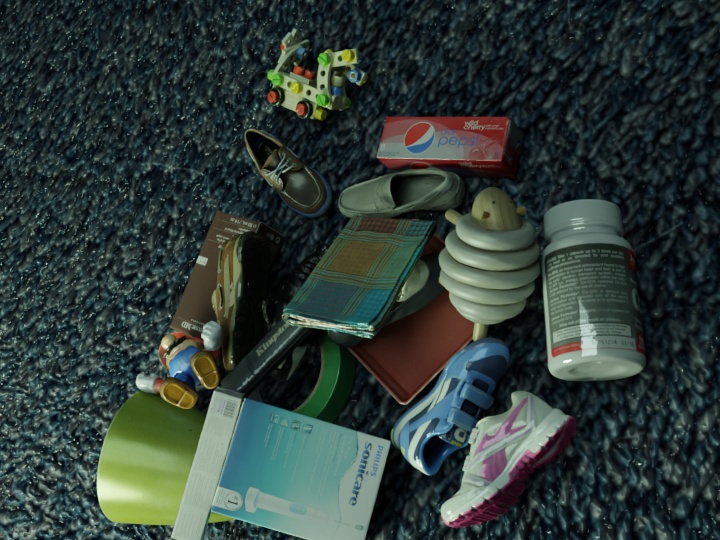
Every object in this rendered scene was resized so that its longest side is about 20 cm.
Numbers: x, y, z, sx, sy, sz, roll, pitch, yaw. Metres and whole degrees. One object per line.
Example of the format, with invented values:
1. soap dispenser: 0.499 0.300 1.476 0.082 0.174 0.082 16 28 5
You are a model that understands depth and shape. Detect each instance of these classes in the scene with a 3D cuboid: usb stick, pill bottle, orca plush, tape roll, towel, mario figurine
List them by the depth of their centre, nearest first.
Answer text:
1. pill bottle: 0.277 0.024 1.064 0.113 0.114 0.202 -10 68 26
2. towel: 0.000 0.000 1.144 0.146 0.022 0.201 6 48 33
3. usb stick: -0.111 0.100 1.179 0.200 0.033 0.056 -45 30 6
4. orca plush: -0.099 0.051 1.220 0.105 0.071 0.201 38 103 45
5. mario figurine: -0.253 0.124 1.227 0.122 0.200 0.107 -5 96 -14
6. tape roll: -0.104 0.145 1.277 0.199 0.048 0.202 -11 66 26

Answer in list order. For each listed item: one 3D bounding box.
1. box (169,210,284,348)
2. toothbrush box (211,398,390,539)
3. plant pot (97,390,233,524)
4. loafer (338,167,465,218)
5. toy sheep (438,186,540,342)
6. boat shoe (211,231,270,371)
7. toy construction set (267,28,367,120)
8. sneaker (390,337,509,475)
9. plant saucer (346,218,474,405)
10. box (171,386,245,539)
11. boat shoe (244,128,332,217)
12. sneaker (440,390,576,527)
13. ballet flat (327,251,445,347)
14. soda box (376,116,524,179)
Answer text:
1. box: -0.207 0.017 1.371 0.099 0.075 0.202 15 82 33
2. toothbrush box: -0.076 0.263 1.139 0.198 0.085 0.148 16 79 -3
3. plant pot: -0.233 0.278 1.242 0.198 0.187 0.189 7 75 15
4. loafer: 0.051 -0.114 1.271 0.198 0.070 0.071 -8 68 27
5. toy sheep: 0.157 -0.005 1.090 0.137 0.138 0.202 16 119 33
6. boat shoe: -0.177 0.045 1.282 0.073 0.075 0.202 -3 79 40
7. toy construction set: -0.081 -0.315 1.408 0.200 0.092 0.132 36 116 42
8. sneaker: 0.125 0.174 1.110 0.201 0.074 0.082 -53 31 12
9. plant saucer: 0.072 0.056 1.200 0.200 0.037 0.200 -44 55 -5
10. box: -0.197 0.252 1.145 0.041 0.039 0.202 15 91 -1
11. boat shoe: -0.124 -0.155 1.385 0.072 0.072 0.200 -51 56 4
12. sneaker: 0.167 0.229 1.078 0.200 0.081 0.088 -44 55 -1
13. ballet flat: 0.039 0.032 1.164 0.199 0.073 0.073 -33 58 2
14. soda box: 0.126 -0.176 1.256 0.198 0.063 0.071 5 74 32
